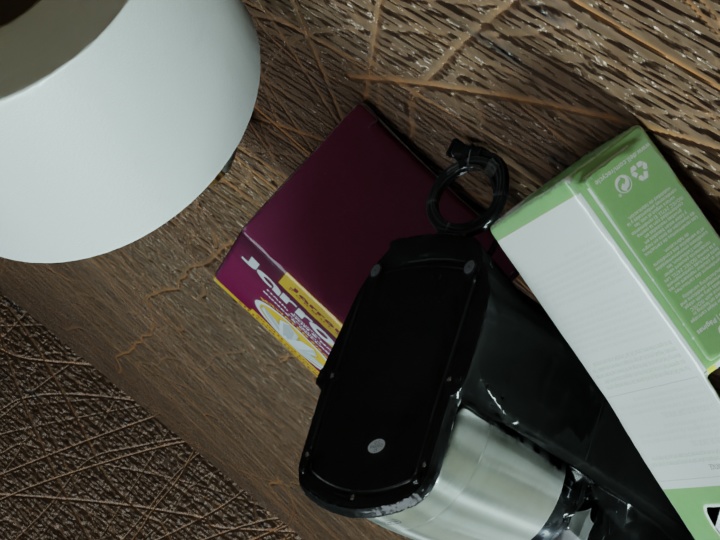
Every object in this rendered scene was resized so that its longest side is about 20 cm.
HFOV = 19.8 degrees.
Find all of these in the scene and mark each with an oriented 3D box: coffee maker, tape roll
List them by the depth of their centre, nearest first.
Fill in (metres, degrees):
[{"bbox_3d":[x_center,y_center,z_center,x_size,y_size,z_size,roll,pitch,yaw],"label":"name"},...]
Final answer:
[{"bbox_3d":[0.095,0.071,1.057,0.199,0.193,0.135,29,-176,-35],"label":"coffee maker"},{"bbox_3d":[-0.166,-0.124,1.064,0.202,0.203,0.139,34,166,34],"label":"tape roll"}]

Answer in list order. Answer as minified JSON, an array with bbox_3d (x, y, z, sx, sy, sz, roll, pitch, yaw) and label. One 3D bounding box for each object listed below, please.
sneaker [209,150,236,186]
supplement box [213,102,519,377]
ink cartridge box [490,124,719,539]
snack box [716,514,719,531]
[{"bbox_3d":[-0.153,-0.140,1.327,0.200,0.076,0.088,49,-178,-16],"label":"sneaker"},{"bbox_3d":[0.000,0.000,1.202,0.131,0.103,0.200,44,168,0],"label":"supplement box"},{"bbox_3d":[0.143,0.041,0.918,0.201,0.048,0.146,55,168,0],"label":"ink cartridge box"},{"bbox_3d":[0.146,0.087,1.227,0.200,0.024,0.072,35,169,31],"label":"snack box"}]
